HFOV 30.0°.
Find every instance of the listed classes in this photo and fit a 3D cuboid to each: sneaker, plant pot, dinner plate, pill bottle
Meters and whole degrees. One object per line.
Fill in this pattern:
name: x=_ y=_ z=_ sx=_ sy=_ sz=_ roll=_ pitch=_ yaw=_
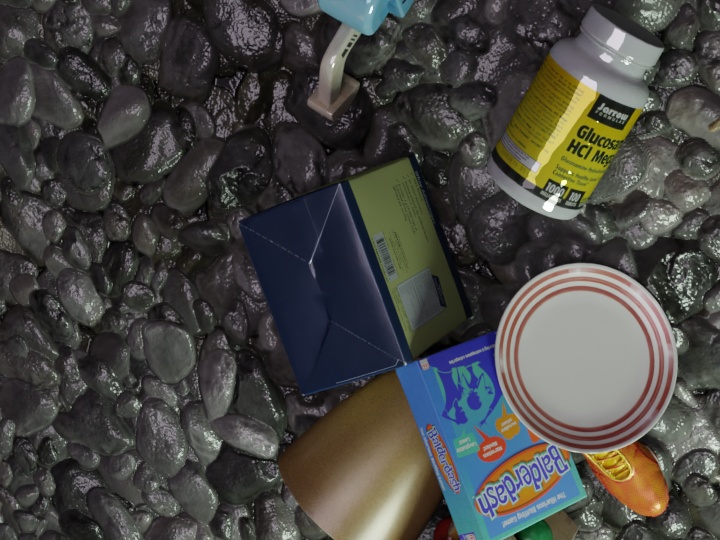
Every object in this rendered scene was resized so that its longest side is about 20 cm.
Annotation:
sneaker: x=0.258 y=0.189 z=1.457 sx=0.073 sy=0.077 sz=0.200 roll=-42 pitch=85 yaw=27
plant pot: x=0.038 y=0.195 z=1.518 sx=0.186 sy=0.186 sz=0.200 roll=40 pitch=101 yaw=10
dinner plate: x=0.238 y=0.093 z=1.422 sx=0.198 sy=0.024 sz=0.202 roll=1 pitch=79 yaw=-5
pill bottle: x=0.221 y=-0.162 z=1.368 sx=0.112 sy=0.112 sz=0.201 roll=34 pitch=114 yaw=13

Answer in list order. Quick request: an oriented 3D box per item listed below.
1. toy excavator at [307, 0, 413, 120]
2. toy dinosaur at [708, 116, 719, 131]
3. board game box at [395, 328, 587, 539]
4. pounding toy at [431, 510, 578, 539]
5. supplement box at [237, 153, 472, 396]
toy excavator: x=-0.006 y=-0.276 z=1.443 sx=0.099 sy=0.194 sz=0.201 roll=33 pitch=86 yaw=13
toy dinosaur: x=0.400 y=-0.219 z=1.279 sx=0.058 sy=0.101 sz=0.201 roll=26 pitch=112 yaw=17
board game box: x=0.138 y=0.171 z=1.406 sx=0.045 sy=0.151 sz=0.202 roll=-28 pitch=82 yaw=53
pounding toy: x=0.141 y=0.295 z=1.491 sx=0.142 sy=0.184 sz=0.200 roll=45 pitch=122 yaw=3
supplement box: x=0.000 y=0.000 z=1.459 sx=0.133 sy=0.200 sz=0.202 roll=-18 pitch=94 yaw=28
